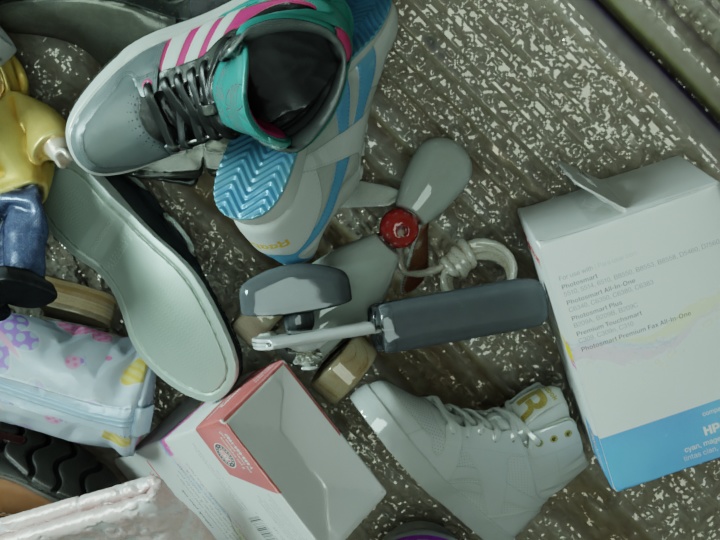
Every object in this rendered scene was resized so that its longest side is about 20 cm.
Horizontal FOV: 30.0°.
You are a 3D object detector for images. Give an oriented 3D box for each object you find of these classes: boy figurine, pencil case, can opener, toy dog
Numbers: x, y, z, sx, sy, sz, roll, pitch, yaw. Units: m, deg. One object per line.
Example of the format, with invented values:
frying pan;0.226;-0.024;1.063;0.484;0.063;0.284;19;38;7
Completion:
boy figurine;-0.238;-0.071;0.885;0.123;0.064;0.202;-16;69;22
pencil case;-0.237;0.067;0.924;0.198;0.091;0.084;15;90;-8
can opener;0.023;0.024;0.871;0.198;0.053;0.067;-5;93;-11
toy dog;0.000;0.000;0.942;0.199;0.096;0.133;-30;98;-8

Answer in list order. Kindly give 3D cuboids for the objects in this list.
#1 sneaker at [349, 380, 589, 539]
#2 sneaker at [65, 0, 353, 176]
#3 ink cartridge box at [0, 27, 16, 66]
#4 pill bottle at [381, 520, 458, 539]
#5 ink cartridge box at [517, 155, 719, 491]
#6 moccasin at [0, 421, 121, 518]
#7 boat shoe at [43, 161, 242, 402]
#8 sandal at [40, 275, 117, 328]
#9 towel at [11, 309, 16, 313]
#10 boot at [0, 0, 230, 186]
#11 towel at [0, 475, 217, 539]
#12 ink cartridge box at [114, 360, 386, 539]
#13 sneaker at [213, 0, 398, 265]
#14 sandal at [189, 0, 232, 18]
sneaker;0.084;0.107;0.937;0.115;0.074;0.200;-42;131;5
sneaker;-0.086;-0.102;0.810;0.199;0.121;0.084;-31;117;1
ink cartridge box;-0.343;-0.163;0.873;0.160;0.047;0.200;-42;76;1
pill bottle;0.043;0.245;0.924;0.103;0.200;0.106;0;102;0
ink cartridge box;0.190;0.019;0.910;0.124;0.129;0.202;-17;102;4
moccasin;-0.260;0.153;0.953;0.199;0.074;0.078;14;116;-6
boat shoe;-0.138;0.000;0.913;0.076;0.060;0.201;-41;78;25
sandal;-0.266;-0.019;0.946;0.209;0.078;0.070;14;77;3
towel;-0.288;0.138;0.997;0.142;0.023;0.202;-13;101;4
boot;-0.152;-0.124;0.909;0.197;0.068;0.132;4;96;-2
towel;-0.176;0.227;0.945;0.189;0.032;0.201;-17;135;14
ink cartridge box;-0.084;0.142;0.940;0.067;0.199;0.117;-43;101;-33
sneaker;-0.028;-0.100;0.897;0.076;0.081;0.201;13;66;32
sandal;-0.033;-0.225;0.850;0.076;0.043;0.201;32;99;-8
